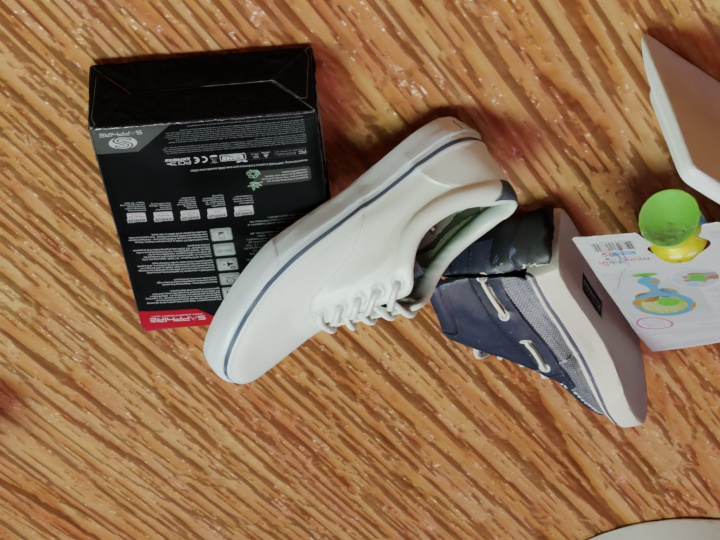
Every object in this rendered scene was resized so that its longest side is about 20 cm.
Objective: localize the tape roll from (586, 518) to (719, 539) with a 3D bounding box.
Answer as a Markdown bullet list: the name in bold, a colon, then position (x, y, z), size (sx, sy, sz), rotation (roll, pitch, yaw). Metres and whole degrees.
- **tape roll**: position (0.248, 0.273, 1.646), size (0.202, 0.071, 0.203), rotation (-2, 145, -1)

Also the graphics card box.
- **graphics card box**: position (-0.079, -0.042, 1.184), size (0.125, 0.051, 0.200), rotation (-5, 146, 2)

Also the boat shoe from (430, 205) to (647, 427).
- **boat shoe**: position (0.111, 0.035, 1.302), size (0.093, 0.075, 0.200), rotation (-11, 137, 23)

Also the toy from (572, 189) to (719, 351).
- **toy**: position (0.209, -0.004, 1.253), size (0.115, 0.047, 0.200), rotation (-6, 161, 20)

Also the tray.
- **tray**: position (0.226, -0.049, 1.144), size (0.200, 0.108, 0.022), rotation (27, 124, -36)

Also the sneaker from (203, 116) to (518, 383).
- **sneaker**: position (0.000, 0.000, 1.156), size (0.200, 0.071, 0.073), rotation (-43, 150, 4)
